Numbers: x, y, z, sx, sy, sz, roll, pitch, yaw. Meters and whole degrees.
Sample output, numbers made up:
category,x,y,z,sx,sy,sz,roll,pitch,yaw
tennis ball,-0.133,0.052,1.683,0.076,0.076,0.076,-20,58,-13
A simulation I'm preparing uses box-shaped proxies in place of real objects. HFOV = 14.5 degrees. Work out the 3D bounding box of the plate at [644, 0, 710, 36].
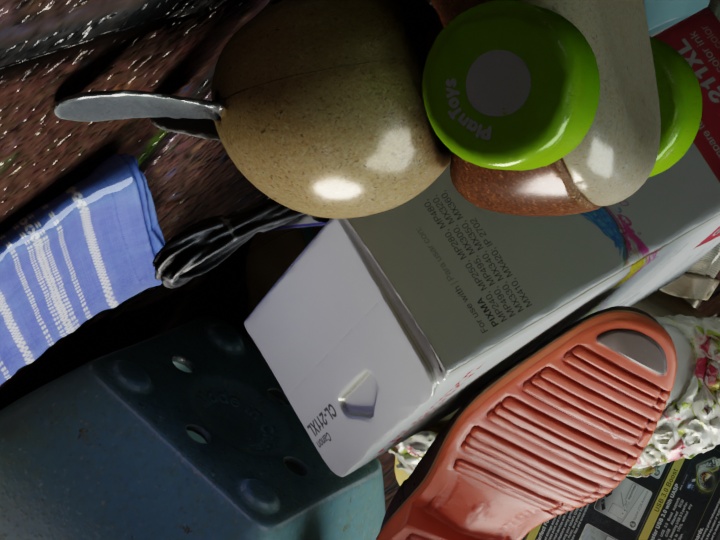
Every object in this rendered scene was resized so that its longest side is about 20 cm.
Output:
category,x,y,z,sx,sy,sz,roll,pitch,yaw
plate,0.091,-0.078,1.272,0.200,0.026,0.200,-35,169,-8

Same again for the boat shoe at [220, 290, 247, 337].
category,x,y,z,sx,sy,sz,roll,pitch,yaw
boat shoe,0.000,0.000,1.434,0.200,0.070,0.066,-32,171,2

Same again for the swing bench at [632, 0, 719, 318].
category,x,y,z,sx,sy,sz,roll,pitch,yaw
swing bench,0.184,-0.070,1.425,0.199,0.130,0.200,-60,-169,7

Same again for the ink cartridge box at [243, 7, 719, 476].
category,x,y,z,sx,sy,sz,roll,pitch,yaw
ink cartridge box,0.067,-0.011,1.182,0.200,0.083,0.146,-29,172,-26

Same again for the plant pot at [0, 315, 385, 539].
category,x,y,z,sx,sy,sz,roll,pitch,yaw
plant pot,-0.102,0.136,1.331,0.200,0.196,0.196,-57,163,26

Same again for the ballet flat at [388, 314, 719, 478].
category,x,y,z,sx,sy,sz,roll,pitch,yaw
ballet flat,0.095,0.057,1.281,0.200,0.076,0.064,-13,150,22

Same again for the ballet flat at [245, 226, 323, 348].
category,x,y,z,sx,sy,sz,roll,pitch,yaw
ballet flat,-0.026,0.057,1.380,0.069,0.063,0.200,-16,137,-10

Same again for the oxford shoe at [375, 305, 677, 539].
category,x,y,z,sx,sy,sz,roll,pitch,yaw
oxford shoe,0.065,0.069,1.193,0.200,0.071,0.073,-48,-161,38

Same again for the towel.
category,x,y,z,sx,sy,sz,roll,pitch,yaw
towel,-0.161,0.035,1.118,0.200,0.024,0.145,-38,169,-10

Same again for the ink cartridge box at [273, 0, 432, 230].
category,x,y,z,sx,sy,sz,roll,pitch,yaw
ink cartridge box,0.051,-0.095,1.252,0.200,0.043,0.198,-41,169,17

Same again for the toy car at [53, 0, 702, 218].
category,x,y,z,sx,sy,sz,roll,pitch,yaw
toy car,-0.001,-0.083,0.998,0.200,0.158,0.164,-13,175,21

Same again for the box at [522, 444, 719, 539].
category,x,y,z,sx,sy,sz,roll,pitch,yaw
box,0.101,0.146,1.346,0.049,0.161,0.200,-6,120,-66

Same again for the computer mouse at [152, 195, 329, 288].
category,x,y,z,sx,sy,sz,roll,pitch,yaw
computer mouse,-0.021,-0.036,1.090,0.059,0.034,0.200,-32,177,33

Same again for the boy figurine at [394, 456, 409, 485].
category,x,y,z,sx,sy,sz,roll,pitch,yaw
boy figurine,0.053,0.054,1.577,0.124,0.064,0.200,-49,149,-59
